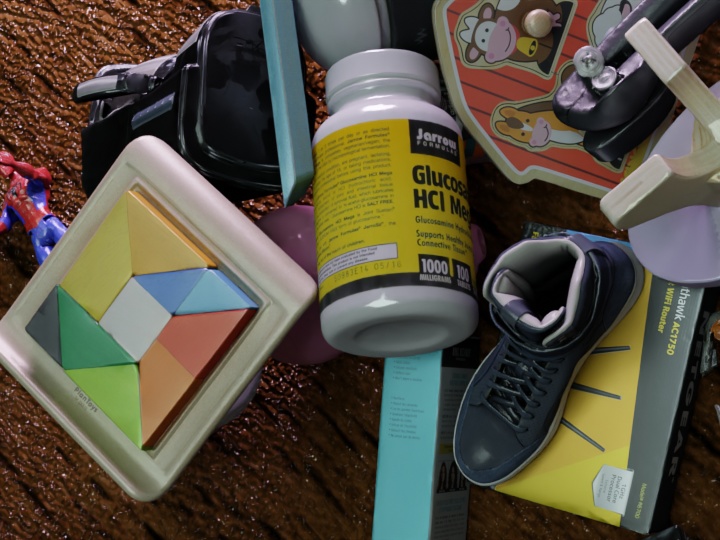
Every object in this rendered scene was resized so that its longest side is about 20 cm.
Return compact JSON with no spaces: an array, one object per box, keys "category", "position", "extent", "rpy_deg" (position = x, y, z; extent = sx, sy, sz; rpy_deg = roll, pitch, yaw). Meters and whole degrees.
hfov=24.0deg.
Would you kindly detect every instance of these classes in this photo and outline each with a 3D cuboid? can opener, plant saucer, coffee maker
[{"category":"can opener","position":[0.214,-0.171,1.193],"extent":[0.200,0.079,0.063],"rpy_deg":[-50,58,4]},{"category":"plant saucer","position":[-0.056,-0.152,1.230],"extent":[0.019,0.070,0.202],"rpy_deg":[-6,78,-10]},{"category":"coffee maker","position":[-0.126,-0.090,1.337],"extent":[0.199,0.134,0.194],"rpy_deg":[-12,93,58]}]

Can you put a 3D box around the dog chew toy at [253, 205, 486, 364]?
[{"category":"dog chew toy","position":[0.000,0.000,1.309],"extent":[0.198,0.124,0.126],"rpy_deg":[-14,79,17]}]

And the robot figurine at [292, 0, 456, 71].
[{"category":"robot figurine","position":[0.040,-0.220,1.272],"extent":[0.198,0.125,0.152],"rpy_deg":[-18,111,-15]}]

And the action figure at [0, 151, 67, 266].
[{"category":"action figure","position":[-0.283,-0.030,1.467],"extent":[0.065,0.099,0.201],"rpy_deg":[-41,67,17]}]

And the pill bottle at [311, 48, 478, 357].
[{"category":"pill bottle","position":[0.022,-0.049,1.204],"extent":[0.112,0.112,0.202],"rpy_deg":[-14,69,25]}]

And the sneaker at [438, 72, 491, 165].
[{"category":"sneaker","position":[0.082,-0.119,1.292],"extent":[0.198,0.080,0.072],"rpy_deg":[-17,76,24]}]

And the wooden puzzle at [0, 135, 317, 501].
[{"category":"wooden puzzle","position":[-0.154,0.032,1.203],"extent":[0.185,0.037,0.200],"rpy_deg":[42,97,19]}]

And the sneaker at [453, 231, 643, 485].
[{"category":"sneaker","position":[0.108,0.061,1.169],"extent":[0.077,0.146,0.203],"rpy_deg":[35,100,21]}]

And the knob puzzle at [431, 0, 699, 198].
[{"category":"knob puzzle","position":[0.146,-0.157,1.225],"extent":[0.217,0.030,0.222],"rpy_deg":[-2,99,-11]}]

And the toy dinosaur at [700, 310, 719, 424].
[{"category":"toy dinosaur","position":[0.299,0.028,1.164],"extent":[0.135,0.102,0.202],"rpy_deg":[4,98,37]}]

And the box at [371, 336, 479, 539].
[{"category":"box","position":[0.049,0.148,1.286],"extent":[0.049,0.082,0.202],"rpy_deg":[3,87,24]}]

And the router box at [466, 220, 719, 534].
[{"category":"router box","position":[0.172,0.077,1.246],"extent":[0.148,0.051,0.202],"rpy_deg":[12,90,27]}]

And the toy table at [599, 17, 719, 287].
[{"category":"toy table","position":[0.249,-0.080,1.123],"extent":[0.184,0.117,0.201],"rpy_deg":[43,100,30]}]

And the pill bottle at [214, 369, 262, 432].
[{"category":"pill bottle","position":[-0.158,0.090,1.333],"extent":[0.200,0.113,0.115],"rpy_deg":[141,117,-63]}]

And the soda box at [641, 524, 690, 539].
[{"category":"soda box","position":[0.161,0.261,1.215],"extent":[0.199,0.071,0.064],"rpy_deg":[-29,35,22]}]
